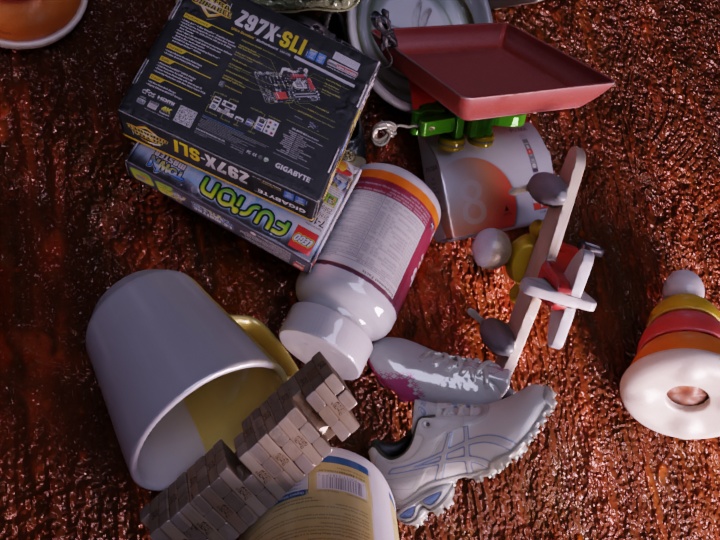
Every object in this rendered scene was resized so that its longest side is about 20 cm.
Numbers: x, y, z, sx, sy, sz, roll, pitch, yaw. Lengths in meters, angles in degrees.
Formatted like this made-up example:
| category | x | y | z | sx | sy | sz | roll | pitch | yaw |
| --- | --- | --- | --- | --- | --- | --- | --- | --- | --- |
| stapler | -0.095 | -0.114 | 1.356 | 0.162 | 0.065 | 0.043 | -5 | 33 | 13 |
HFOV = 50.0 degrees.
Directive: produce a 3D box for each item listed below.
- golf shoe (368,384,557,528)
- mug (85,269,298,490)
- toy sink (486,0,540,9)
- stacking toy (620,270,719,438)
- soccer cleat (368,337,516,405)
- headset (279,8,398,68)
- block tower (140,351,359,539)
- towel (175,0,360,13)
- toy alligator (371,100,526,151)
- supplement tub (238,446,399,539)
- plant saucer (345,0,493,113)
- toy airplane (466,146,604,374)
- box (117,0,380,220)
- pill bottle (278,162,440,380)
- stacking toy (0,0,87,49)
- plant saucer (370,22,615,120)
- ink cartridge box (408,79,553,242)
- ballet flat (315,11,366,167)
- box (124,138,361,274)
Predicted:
| category | x | y | z | sx | sy | sz | roll | pitch | yaw |
| --- | --- | --- | --- | --- | --- | --- | --- | --- | --- |
| golf shoe | 0.094 | 0.157 | 0.748 | 0.199 | 0.078 | 0.098 | -38 | 89 | 10 |
| mug | -0.158 | 0.088 | 0.689 | 0.149 | 0.187 | 0.153 | -42 | 61 | -2 |
| toy sink | 0.182 | -0.392 | 0.965 | 0.129 | 0.198 | 0.114 | -31 | 116 | -27 |
| stacking toy | 0.388 | 0.081 | 0.919 | 0.144 | 0.146 | 0.202 | 31 | 48 | -10 |
| soccer cleat | 0.104 | 0.112 | 0.801 | 0.197 | 0.087 | 0.071 | 30 | 38 | -15 |
| headset | -0.058 | -0.217 | 0.805 | 0.195 | 0.094 | 0.127 | -13 | 79 | 9 |
| block tower | -0.088 | 0.160 | 0.636 | 0.199 | 0.058 | 0.054 | -41 | 110 | -3 |
| towel | -0.087 | -0.306 | 0.814 | 0.195 | 0.037 | 0.150 | -2 | 37 | 7 |
| toy alligator | 0.090 | -0.167 | 0.845 | 0.196 | 0.060 | 0.054 | -10 | 34 | -23 |
| supplement tub | -0.034 | 0.258 | 0.627 | 0.141 | 0.201 | 0.148 | -1 | 114 | -2 |
| plant saucer | 0.065 | -0.283 | 0.916 | 0.196 | 0.050 | 0.206 | 0 | 91 | -26 |
| toy airplane | 0.181 | -0.001 | 0.818 | 0.138 | 0.201 | 0.203 | 21 | 62 | 12 |
| box | -0.099 | -0.161 | 0.715 | 0.196 | 0.049 | 0.162 | 23 | 68 | -3 |
| pill bottle | 0.000 | 0.000 | 0.785 | 0.108 | 0.109 | 0.203 | 31 | 65 | -10 |
| stacking toy | -0.320 | -0.313 | 0.703 | 0.143 | 0.200 | 0.150 | 6 | 72 | -20 |
| plant saucer | 0.136 | -0.217 | 0.836 | 0.196 | 0.037 | 0.201 | -11 | 39 | -26 |
| ink cartridge box | 0.147 | -0.146 | 0.900 | 0.159 | 0.050 | 0.205 | -11 | 95 | -25 |
| ballet flat | -0.031 | -0.193 | 0.862 | 0.065 | 0.057 | 0.205 | -6 | 76 | -22 |
| box | -0.109 | -0.094 | 0.738 | 0.197 | 0.035 | 0.112 | 28 | 70 | -2 |
